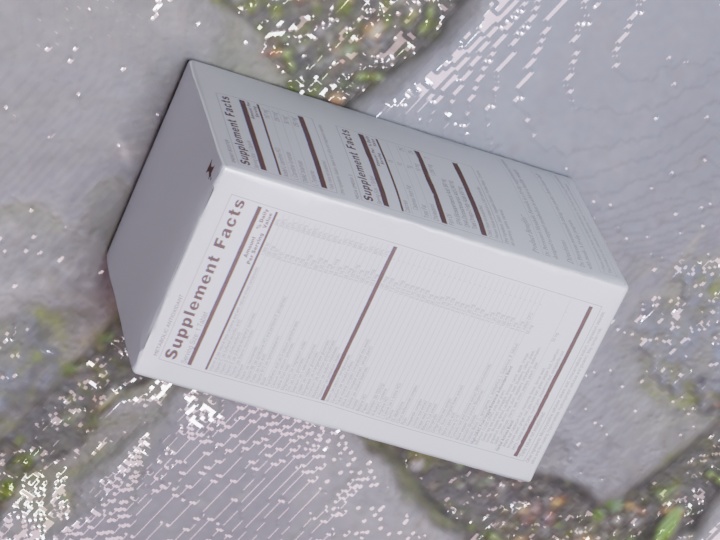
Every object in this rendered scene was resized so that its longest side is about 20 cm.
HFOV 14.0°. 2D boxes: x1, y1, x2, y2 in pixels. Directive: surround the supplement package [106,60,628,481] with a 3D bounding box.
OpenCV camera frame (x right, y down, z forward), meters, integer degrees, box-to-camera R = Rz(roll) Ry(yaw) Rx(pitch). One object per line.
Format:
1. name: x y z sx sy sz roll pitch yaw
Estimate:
1. supplement package: 0.000 0.000 1.336 0.200 0.110 0.114 17 114 -20
